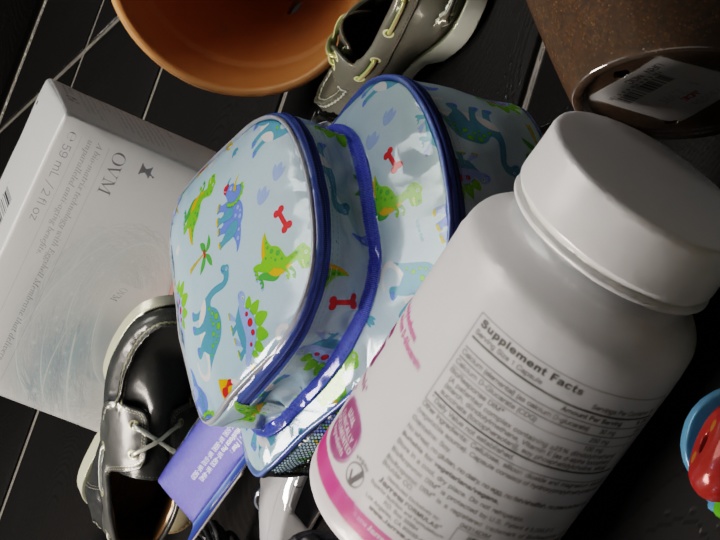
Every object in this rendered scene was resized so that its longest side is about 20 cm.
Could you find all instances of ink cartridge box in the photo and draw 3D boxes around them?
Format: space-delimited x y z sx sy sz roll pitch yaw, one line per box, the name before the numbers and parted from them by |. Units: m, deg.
ink cartridge box | -0.068 0.074 1.279 0.099 0.039 0.200 -54 6 42

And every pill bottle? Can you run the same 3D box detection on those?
pill bottle | 0.072 0.039 0.896 0.200 0.113 0.113 -57 20 25

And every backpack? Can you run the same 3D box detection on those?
backpack | 0.000 0.000 1.072 0.200 0.147 0.183 -40 48 38

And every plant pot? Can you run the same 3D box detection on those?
plant pot | 0.133 -0.166 0.909 0.187 0.187 0.200 145 131 -58
plant pot | -0.077 -0.249 1.583 0.200 0.200 0.140 -55 4 32

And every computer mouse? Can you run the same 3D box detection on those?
computer mouse | -0.047 0.124 1.241 0.200 0.044 0.110 -59 19 24

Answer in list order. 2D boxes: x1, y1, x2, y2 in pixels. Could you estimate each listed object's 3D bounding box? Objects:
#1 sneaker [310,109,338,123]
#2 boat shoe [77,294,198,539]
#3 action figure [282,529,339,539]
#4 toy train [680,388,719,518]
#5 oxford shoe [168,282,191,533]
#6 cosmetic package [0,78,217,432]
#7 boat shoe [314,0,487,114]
sneaker | -0.004 -0.044 1.290 0.200 0.072 0.073 -100 30 -65
boat shoe | -0.129 0.099 1.317 0.068 0.072 0.200 -112 32 -44
action figure | -0.001 0.188 0.927 0.102 0.119 0.200 -29 14 -2
toy train | 0.174 0.004 0.721 0.116 0.085 0.200 -173 106 -85
oxford shoe | -0.118 0.088 1.394 0.074 0.071 0.200 -109 28 -75
cosmetic package | -0.164 0.004 1.466 0.199 0.200 0.123 -64 20 9
boat shoe | 0.014 -0.153 1.379 0.202 0.060 0.072 -35 36 58
